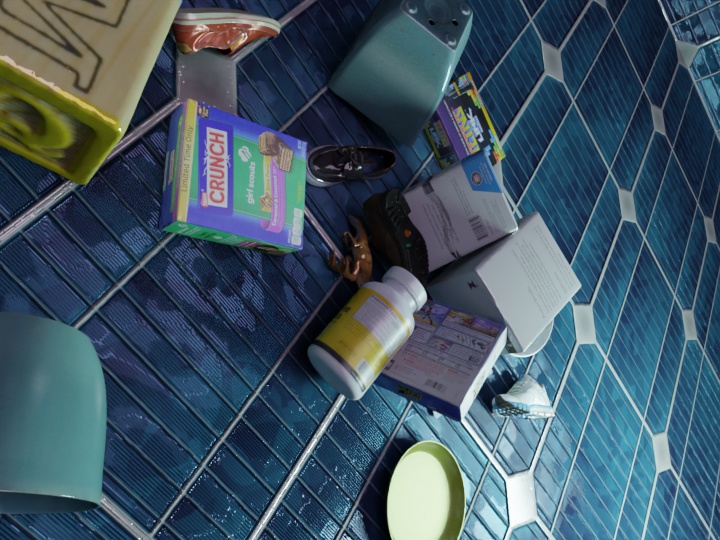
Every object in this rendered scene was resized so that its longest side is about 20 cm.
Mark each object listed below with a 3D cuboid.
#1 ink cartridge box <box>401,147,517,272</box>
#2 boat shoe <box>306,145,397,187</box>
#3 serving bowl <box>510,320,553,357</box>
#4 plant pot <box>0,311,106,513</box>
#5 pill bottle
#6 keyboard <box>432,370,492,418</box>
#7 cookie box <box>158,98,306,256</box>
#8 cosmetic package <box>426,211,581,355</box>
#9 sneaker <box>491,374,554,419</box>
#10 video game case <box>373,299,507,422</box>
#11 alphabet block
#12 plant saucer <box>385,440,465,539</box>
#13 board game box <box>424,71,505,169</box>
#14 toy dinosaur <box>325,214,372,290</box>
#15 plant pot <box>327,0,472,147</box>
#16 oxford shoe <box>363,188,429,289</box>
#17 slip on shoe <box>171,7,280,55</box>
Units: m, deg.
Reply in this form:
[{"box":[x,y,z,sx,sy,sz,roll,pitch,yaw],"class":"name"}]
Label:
[{"box":[0.165,-0.105,1.026,0.148,0.196,0.084,61,18,-10],"class":"ink cartridge box"},{"box":[-0.013,-0.187,0.982,0.196,0.065,0.073,-6,84,-41],"class":"boat shoe"},{"box":[0.313,0.079,1.193,0.194,0.065,0.208,5,78,-25],"class":"serving bowl"},{"box":[-0.344,0.140,0.554,0.197,0.199,0.166,20,55,-35],"class":"plant pot"},{"box":[0.016,0.092,0.891,0.200,0.111,0.113,-47,110,-22],"class":"pill bottle"},{"box":[0.196,0.217,1.110,0.197,0.011,0.058,-25,97,-41],"class":"keyboard"},{"box":[-0.179,-0.126,0.822,0.195,0.074,0.178,11,74,-37],"class":"cookie box"},{"box":[0.262,0.031,1.047,0.198,0.164,0.167,-36,95,-28],"class":"cosmetic package"},{"box":[0.335,0.262,1.189,0.197,0.074,0.090,18,62,-44],"class":"sneaker"},{"box":[0.120,0.136,0.945,0.182,0.195,0.046,-47,140,-34],"class":"video game case"},{"box":[-0.344,-0.252,0.634,0.193,0.193,0.206,27,63,-30],"class":"alphabet block"},{"box":[0.109,0.403,0.983,0.196,0.031,0.208,11,73,-39],"class":"plant saucer"},{"box":[0.216,-0.298,1.209,0.165,0.056,0.204,-39,106,-40],"class":"board game box"},{"box":[0.000,0.000,0.958,0.104,0.059,0.208,0,81,-41],"class":"toy dinosaur"},{"box":[0.088,-0.392,0.997,0.193,0.200,0.200,32,60,-11],"class":"plant pot"},{"box":[0.063,-0.045,0.991,0.073,0.083,0.205,-44,119,-42],"class":"oxford shoe"},{"box":[-0.203,-0.365,0.868,0.198,0.073,0.063,-29,134,-46],"class":"slip on shoe"}]
